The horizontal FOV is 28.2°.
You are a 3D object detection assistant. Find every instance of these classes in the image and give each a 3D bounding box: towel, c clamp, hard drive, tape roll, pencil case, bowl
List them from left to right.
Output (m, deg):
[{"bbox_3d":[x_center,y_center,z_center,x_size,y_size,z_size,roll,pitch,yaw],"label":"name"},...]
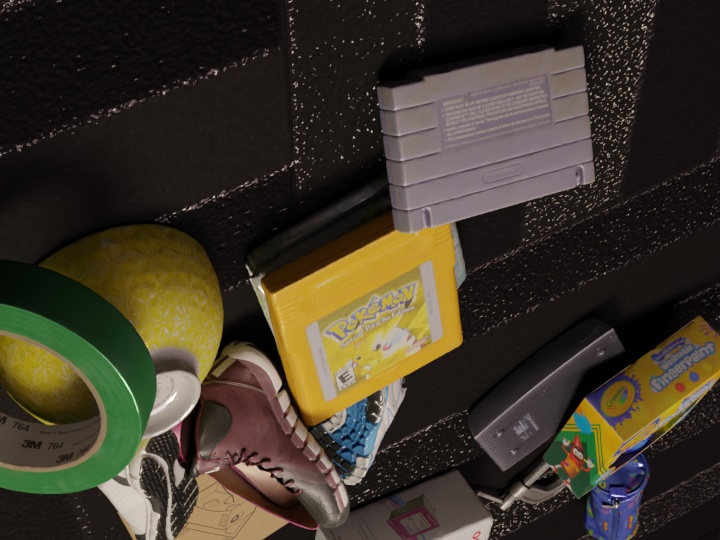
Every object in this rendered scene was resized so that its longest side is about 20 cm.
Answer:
[{"bbox_3d":[-0.253,0.082,1.061,0.200,0.048,0.201,6,131,7],"label":"tape roll"},{"bbox_3d":[-0.187,0.071,1.157,0.200,0.108,0.200,-23,143,-19],"label":"bowl"},{"bbox_3d":[0.000,0.000,1.293,0.200,0.048,0.171,-31,146,-9],"label":"towel"},{"bbox_3d":[0.218,0.141,1.660,0.200,0.042,0.135,-39,146,1],"label":"hard drive"},{"bbox_3d":[0.256,0.243,1.827,0.200,0.027,0.171,-43,147,7],"label":"c clamp"},{"bbox_3d":[0.338,0.300,1.903,0.078,0.087,0.200,8,151,10],"label":"pencil case"}]

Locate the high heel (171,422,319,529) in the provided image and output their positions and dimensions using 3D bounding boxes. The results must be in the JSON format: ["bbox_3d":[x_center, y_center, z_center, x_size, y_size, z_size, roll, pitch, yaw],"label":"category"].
[{"bbox_3d":[-0.114,0.180,1.339,0.200,0.096,0.067,28,102,-40],"label":"high heel"}]

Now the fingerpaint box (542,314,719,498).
[{"bbox_3d":[0.332,0.164,1.704,0.200,0.073,0.167,-31,159,-27],"label":"fingerpaint box"}]

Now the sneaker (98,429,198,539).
[{"bbox_3d":[-0.204,0.192,1.321,0.074,0.080,0.200,-56,158,-34],"label":"sneaker"}]

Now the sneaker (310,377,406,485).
[{"bbox_3d":[0.009,0.143,1.456,0.087,0.075,0.200,-40,163,-39],"label":"sneaker"}]

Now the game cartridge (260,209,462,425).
[{"bbox_3d":[0.008,0.038,1.277,0.176,0.032,0.200,-28,144,-13],"label":"game cartridge"}]

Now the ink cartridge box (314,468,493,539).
[{"bbox_3d":[0.045,0.338,1.702,0.200,0.085,0.145,-17,142,-25],"label":"ink cartridge box"}]

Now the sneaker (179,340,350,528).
[{"bbox_3d":[-0.100,0.173,1.295,0.115,0.200,0.076,-37,-168,-30],"label":"sneaker"}]

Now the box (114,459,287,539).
[{"bbox_3d":[-0.155,0.246,1.469,0.163,0.021,0.200,-29,144,-13],"label":"box"}]

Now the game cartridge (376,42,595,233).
[{"bbox_3d":[0.109,-0.117,1.211,0.200,0.038,0.130,-16,103,-28],"label":"game cartridge"}]
